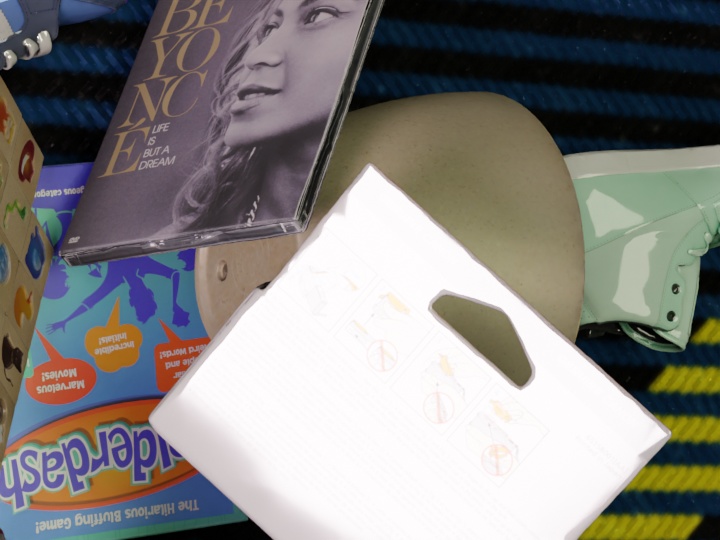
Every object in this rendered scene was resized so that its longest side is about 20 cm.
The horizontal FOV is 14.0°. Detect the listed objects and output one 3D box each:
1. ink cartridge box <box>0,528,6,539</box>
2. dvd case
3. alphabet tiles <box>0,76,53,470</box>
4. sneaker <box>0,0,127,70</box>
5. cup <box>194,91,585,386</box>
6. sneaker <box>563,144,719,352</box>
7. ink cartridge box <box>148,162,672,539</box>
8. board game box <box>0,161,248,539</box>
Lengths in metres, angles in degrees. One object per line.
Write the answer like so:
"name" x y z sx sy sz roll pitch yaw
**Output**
"ink cartridge box" -0.234 0.170 1.385 0.145 0.200 0.083 -3 90 -9
"dvd case" -0.064 -0.093 1.504 0.016 0.149 0.200 50 45 -38
"alphabet tiles" -0.190 -0.009 1.409 0.167 0.008 0.200 66 25 -49
"sneaker" -0.212 -0.094 1.492 0.200 0.081 0.147 1 88 -27
"cup" 0.000 0.000 1.527 0.143 0.200 0.200 4 86 -35
"sneaker" 0.198 -0.013 1.715 0.200 0.074 0.118 -5 84 -19
"ink cartridge box" 0.025 0.074 1.420 0.200 0.044 0.174 42 103 7
"board game box" -0.143 0.043 1.545 0.152 0.045 0.200 -7 92 -29
